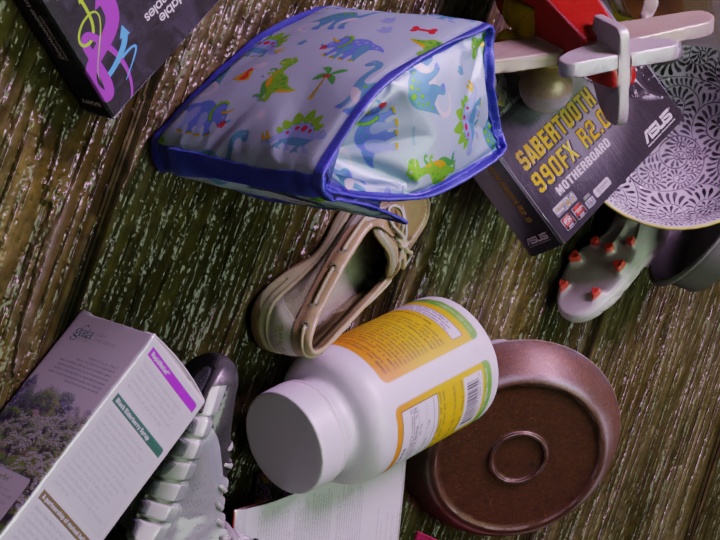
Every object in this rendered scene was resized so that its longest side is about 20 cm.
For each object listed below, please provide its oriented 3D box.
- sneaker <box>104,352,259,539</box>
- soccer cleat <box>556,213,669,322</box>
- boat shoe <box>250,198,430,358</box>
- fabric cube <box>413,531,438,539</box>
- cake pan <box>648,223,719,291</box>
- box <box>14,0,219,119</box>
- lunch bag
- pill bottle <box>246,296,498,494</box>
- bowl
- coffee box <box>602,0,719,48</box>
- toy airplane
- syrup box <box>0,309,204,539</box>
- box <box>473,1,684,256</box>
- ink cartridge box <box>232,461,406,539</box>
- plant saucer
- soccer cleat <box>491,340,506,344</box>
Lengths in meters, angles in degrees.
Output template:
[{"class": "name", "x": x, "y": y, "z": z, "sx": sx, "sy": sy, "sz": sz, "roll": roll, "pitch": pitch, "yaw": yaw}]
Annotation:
[{"class": "sneaker", "x": -0.109, "y": 0.164, "z": 1.220, "sx": 0.115, "sy": 0.075, "sz": 0.201, "roll": 24, "pitch": 92, "yaw": -28}, {"class": "soccer cleat", "x": 0.254, "y": -0.018, "z": 1.626, "sx": 0.200, "sy": 0.069, "sz": 0.078, "roll": -55, "pitch": 140, "yaw": -27}, {"class": "boat shoe", "x": -0.001, "y": -0.002, "z": 1.325, "sx": 0.201, "sy": 0.063, "sz": 0.074, "roll": -41, "pitch": 130, "yaw": -35}, {"class": "fabric cube", "x": 0.110, "y": 0.369, "z": 1.443, "sx": 0.200, "sy": 0.199, "sz": 0.196, "roll": -64, "pitch": 154, "yaw": -13}, {"class": "cake pan", "x": 0.353, "y": -0.062, "z": 1.642, "sx": 0.037, "sy": 0.200, "sz": 0.201, "roll": 32, "pitch": 73, "yaw": -8}, {"class": "box", "x": -0.169, "y": -0.218, "z": 1.080, "sx": 0.143, "sy": 0.036, "sz": 0.200, "roll": -51, "pitch": 134, "yaw": -25}, {"class": "lunch bag", "x": -0.022, "y": -0.102, "z": 1.185, "sx": 0.200, "sy": 0.169, "sz": 0.128, "roll": -29, "pitch": 119, "yaw": -42}, {"class": "pill bottle", "x": 0.008, "y": 0.101, "z": 1.330, "sx": 0.200, "sy": 0.111, "sz": 0.112, "roll": -23, "pitch": 119, "yaw": -44}, {"class": "bowl", "x": 0.288, "y": -0.118, "z": 1.570, "sx": 0.201, "sy": 0.200, "sz": 0.094, "roll": -63, "pitch": 167, "yaw": -14}, {"class": "coffee box", "x": 0.334, "y": -0.329, "z": 1.516, "sx": 0.200, "sy": 0.197, "sz": 0.201, "roll": -33, "pitch": 125, "yaw": -39}, {"class": "toy airplane", "x": 0.163, "y": -0.177, "z": 1.338, "sx": 0.142, "sy": 0.199, "sz": 0.199, "roll": 99, "pitch": 17, "yaw": -44}, {"class": "syrup box", "x": -0.199, "y": 0.130, "z": 1.117, "sx": 0.200, "sy": 0.078, "sz": 0.082, "roll": -54, "pitch": 136, "yaw": -25}, {"class": "box", "x": 0.169, "y": -0.134, "z": 1.443, "sx": 0.200, "sy": 0.048, "sz": 0.159, "roll": -43, "pitch": 101, "yaw": -33}, {"class": "ink cartridge box", "x": -0.048, "y": 0.212, "z": 1.348, "sx": 0.199, "sy": 0.050, "sz": 0.110, "roll": -9, "pitch": 109, "yaw": -48}, {"class": "plant saucer", "x": 0.133, "y": 0.154, "z": 1.465, "sx": 0.199, "sy": 0.035, "sz": 0.201, "roll": -5, "pitch": 117, "yaw": -9}, {"class": "soccer cleat", "x": 0.158, "y": 0.138, "z": 1.530, "sx": 0.200, "sy": 0.077, "sz": 0.070, "roll": 60, "pitch": 37, "yaw": -40}]
